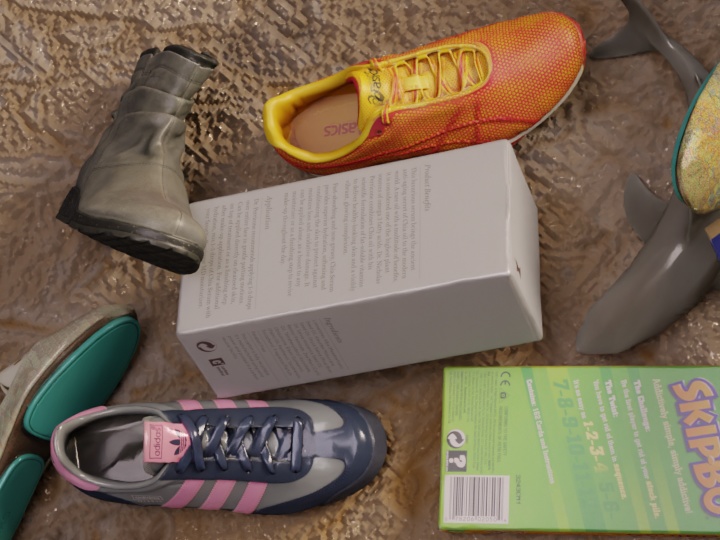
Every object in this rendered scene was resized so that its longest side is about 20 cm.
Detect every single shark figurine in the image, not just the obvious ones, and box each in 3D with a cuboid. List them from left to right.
[{"bbox_3d":[0.183,-0.061,1.237,0.128,0.089,0.215,0,80,16],"label":"shark figurine"}]

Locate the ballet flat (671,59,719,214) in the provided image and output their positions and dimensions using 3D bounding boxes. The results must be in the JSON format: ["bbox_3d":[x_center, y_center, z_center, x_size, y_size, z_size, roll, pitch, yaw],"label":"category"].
[{"bbox_3d":[0.236,-0.108,1.198,0.071,0.071,0.200,22,54,21],"label":"ballet flat"}]

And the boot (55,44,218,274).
[{"bbox_3d":[-0.122,-0.074,1.293,0.068,0.200,0.131,24,90,-22],"label":"boot"}]

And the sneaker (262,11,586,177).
[{"bbox_3d":[0.038,-0.100,1.288,0.200,0.077,0.073,-21,74,17],"label":"sneaker"}]

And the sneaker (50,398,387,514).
[{"bbox_3d":[-0.087,0.108,1.287,0.200,0.082,0.070,-7,76,16],"label":"sneaker"}]

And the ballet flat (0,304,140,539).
[{"bbox_3d":[-0.211,0.094,1.340,0.062,0.067,0.200,33,89,31],"label":"ballet flat"}]

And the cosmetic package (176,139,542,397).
[{"bbox_3d":[0.000,0.000,1.272,0.200,0.071,0.101,-11,50,16],"label":"cosmetic package"}]

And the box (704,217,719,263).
[{"bbox_3d":[0.257,0.016,1.116,0.121,0.032,0.200,-39,42,23],"label":"box"}]

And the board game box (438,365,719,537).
[{"bbox_3d":[0.144,0.102,1.244,0.200,0.030,0.096,-1,79,19],"label":"board game box"}]
